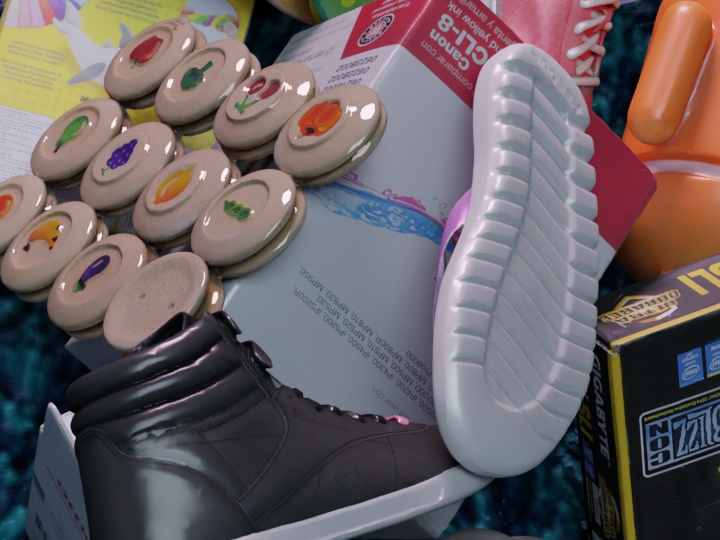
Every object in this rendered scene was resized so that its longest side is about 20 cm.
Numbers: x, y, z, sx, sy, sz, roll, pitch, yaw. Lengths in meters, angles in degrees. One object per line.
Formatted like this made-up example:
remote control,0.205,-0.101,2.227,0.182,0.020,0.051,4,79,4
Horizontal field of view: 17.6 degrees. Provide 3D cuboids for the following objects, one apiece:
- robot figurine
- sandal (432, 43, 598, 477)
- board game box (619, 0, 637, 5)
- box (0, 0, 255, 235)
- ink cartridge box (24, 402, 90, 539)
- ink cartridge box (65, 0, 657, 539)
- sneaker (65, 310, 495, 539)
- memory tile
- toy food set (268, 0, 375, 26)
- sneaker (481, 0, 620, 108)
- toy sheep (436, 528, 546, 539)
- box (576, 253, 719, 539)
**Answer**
robot figurine,0.186,-0.062,1.122,0.116,0.144,0.201,16,75,7
sandal,0.057,0.000,0.941,0.082,0.050,0.203,38,48,-30
board game box,0.122,-0.229,1.183,0.158,0.039,0.201,24,95,26
box,-0.116,-0.106,1.115,0.117,0.048,0.201,16,70,-6
ink cartridge box,-0.081,0.116,0.954,0.067,0.200,0.116,-25,77,-18
ink cartridge box,0.000,0.000,1.025,0.145,0.145,0.200,43,64,-20
sneaker,-0.026,0.056,0.875,0.200,0.071,0.100,-12,80,-42
memory tile,-0.086,-0.039,0.981,0.153,0.200,0.017,-48,126,-12
toy food set,-0.010,-0.214,1.118,0.200,0.049,0.198,-51,128,-40
sneaker,0.095,-0.132,1.123,0.087,0.074,0.201,-15,89,25
toy sheep,0.062,0.172,0.937,0.200,0.138,0.138,36,62,-32
box,0.195,0.064,1.067,0.199,0.049,0.160,-18,117,-19
